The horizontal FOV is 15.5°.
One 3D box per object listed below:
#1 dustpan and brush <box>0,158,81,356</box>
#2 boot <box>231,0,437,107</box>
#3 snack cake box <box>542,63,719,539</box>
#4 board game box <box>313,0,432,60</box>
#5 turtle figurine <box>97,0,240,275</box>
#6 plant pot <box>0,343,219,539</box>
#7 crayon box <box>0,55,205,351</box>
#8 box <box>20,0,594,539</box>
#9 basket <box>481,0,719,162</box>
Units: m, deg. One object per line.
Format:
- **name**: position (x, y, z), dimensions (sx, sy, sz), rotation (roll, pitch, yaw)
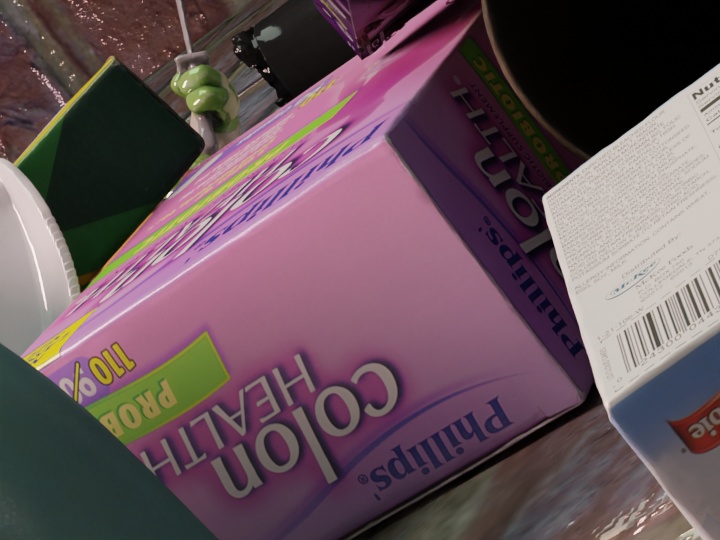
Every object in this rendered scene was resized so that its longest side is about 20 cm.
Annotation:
- **dustpan and brush**: position (-0.131, 0.055, 0.859), dimensions (0.139, 0.200, 0.057), rotation (-27, -16, -21)
- **boot**: position (0.021, -0.116, 0.958), dimensions (0.162, 0.198, 0.074), rotation (-34, 50, 29)
- **snack cake box**: position (0.138, -0.030, 0.522), dimensions (0.200, 0.067, 0.115), rotation (-36, 18, 12)
- **board game box**: position (0.035, -0.120, 0.767), dimensions (0.120, 0.032, 0.200), rotation (-43, -4, -1)
- **turtle figurine**: position (-0.115, -0.026, 1.143), dimensions (0.143, 0.201, 0.194), rotation (-15, 27, -11)
- **plant pot**: position (-0.139, 0.099, 0.704), dimensions (0.200, 0.161, 0.201), rotation (-36, 9, 7)
- **crayon box**: position (-0.151, 0.022, 0.977), dimensions (0.200, 0.051, 0.127), rotation (-50, 8, -23)
- **box**: position (0.000, 0.000, 0.847), dimensions (0.176, 0.097, 0.200), rotation (-32, 12, 29)
- **basket**: position (0.152, -0.120, 0.755), dimensions (0.180, 0.136, 0.200), rotation (-15, 17, 35)
